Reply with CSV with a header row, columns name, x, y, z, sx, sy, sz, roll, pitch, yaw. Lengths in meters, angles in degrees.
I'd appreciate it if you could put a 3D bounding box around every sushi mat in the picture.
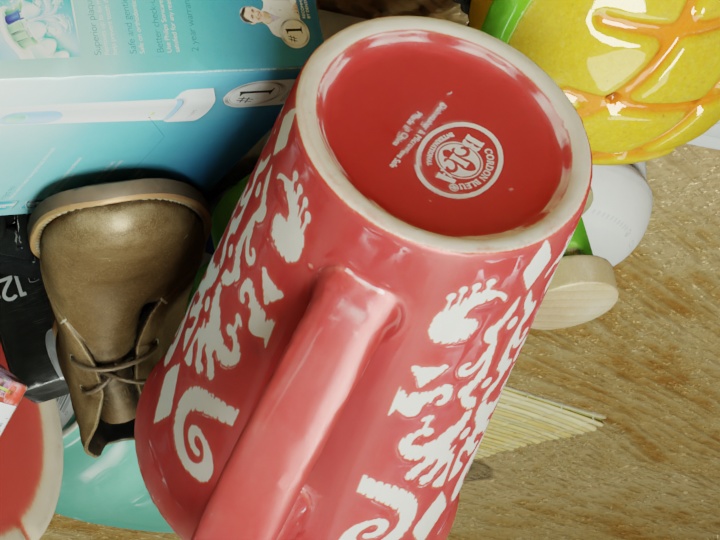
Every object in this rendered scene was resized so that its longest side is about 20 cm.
name,x,y,z,sx,sy,sz,roll,pitch,yaw
sushi mat,0.039,0.071,1.227,0.095,0.012,0.200,-15,164,25

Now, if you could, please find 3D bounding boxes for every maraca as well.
name,x,y,z,sx,sy,sz,roll,pitch,yaw
maraca,0.098,-0.111,0.965,0.137,0.107,0.200,-37,153,-6

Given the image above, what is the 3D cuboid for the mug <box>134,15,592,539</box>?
name,x,y,z,sx,sy,sz,roll,pitch,yaw
mug,0.005,0.030,0.921,0.133,0.178,0.200,7,140,-15

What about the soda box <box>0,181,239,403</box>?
name,x,y,z,sx,sy,sz,roll,pitch,yaw
soda box,-0.072,0.001,1.192,0.199,0.064,0.071,-19,173,-3

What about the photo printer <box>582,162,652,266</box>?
name,x,y,z,sx,sy,sz,roll,pitch,yaw
photo printer,0.050,-0.026,1.309,0.199,0.070,0.166,-15,165,12

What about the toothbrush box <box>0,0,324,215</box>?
name,x,y,z,sx,sy,sz,roll,pitch,yaw
toothbrush box,-0.133,-0.080,0.931,0.199,0.086,0.146,-6,164,-25

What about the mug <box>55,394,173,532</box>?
name,x,y,z,sx,sy,sz,roll,pitch,yaw
mug,-0.112,0.049,1.304,0.185,0.153,0.114,-26,155,30

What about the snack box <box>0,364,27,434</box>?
name,x,y,z,sx,sy,sz,roll,pitch,yaw
snack box,-0.255,0.012,0.987,0.168,0.068,0.200,33,-173,37

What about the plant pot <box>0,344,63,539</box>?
name,x,y,z,sx,sy,sz,roll,pitch,yaw
plant pot,-0.254,0.090,1.228,0.177,0.201,0.200,-15,166,31

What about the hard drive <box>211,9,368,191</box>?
name,x,y,z,sx,sy,sz,roll,pitch,yaw
hard drive,-0.058,-0.065,1.166,0.200,0.026,0.132,-25,161,38

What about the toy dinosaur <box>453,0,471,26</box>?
name,x,y,z,sx,sy,sz,roll,pitch,yaw
toy dinosaur,0.048,-0.076,1.095,0.199,0.048,0.088,8,134,-40

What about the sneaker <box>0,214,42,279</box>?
name,x,y,z,sx,sy,sz,roll,pitch,yaw
sneaker,-0.152,-0.036,1.062,0.111,0.073,0.200,5,177,11

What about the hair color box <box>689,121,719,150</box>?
name,x,y,z,sx,sy,sz,roll,pitch,yaw
hair color box,0.210,-0.100,1.174,0.111,0.064,0.200,-25,159,37

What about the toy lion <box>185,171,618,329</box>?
name,x,y,z,sx,sy,sz,roll,pitch,yaw
toy lion,0.000,0.000,1.096,0.191,0.069,0.200,-22,154,18

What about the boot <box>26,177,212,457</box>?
name,x,y,z,sx,sy,sz,roll,pitch,yaw
boot,-0.094,0.020,1.028,0.073,0.076,0.200,-5,160,-7
